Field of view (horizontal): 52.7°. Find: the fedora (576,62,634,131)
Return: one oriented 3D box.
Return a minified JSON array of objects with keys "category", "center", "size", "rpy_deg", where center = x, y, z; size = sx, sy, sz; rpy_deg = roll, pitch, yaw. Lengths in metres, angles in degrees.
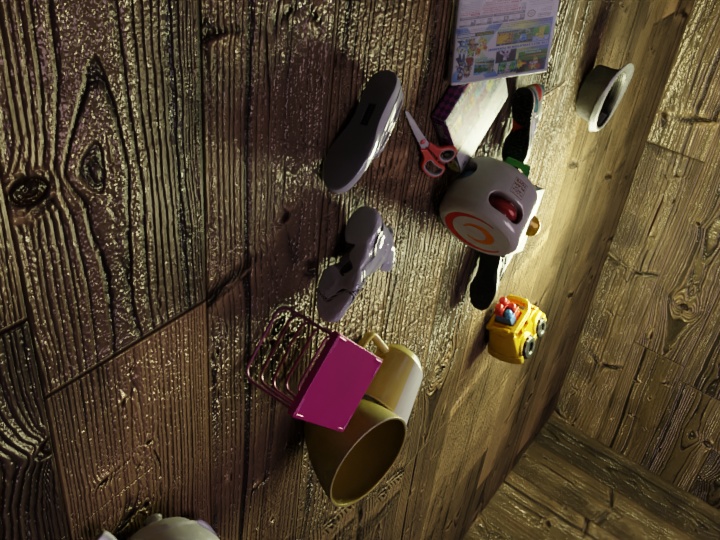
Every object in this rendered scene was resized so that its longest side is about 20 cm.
[{"category":"fedora","center":[0.658,-0.489,1.999],"size":[0.175,0.089,0.204],"rpy_deg":[-16,133,-54]}]

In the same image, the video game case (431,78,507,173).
[{"category":"video game case","center":[0.215,-0.318,1.401],"size":[0.203,0.035,0.182],"rpy_deg":[-58,153,-11]}]

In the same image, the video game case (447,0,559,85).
[{"category":"video game case","center":[0.250,-0.424,1.264],"size":[0.195,0.022,0.186],"rpy_deg":[-12,131,-14]}]

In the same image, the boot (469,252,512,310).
[{"category":"boot","center":[0.356,-0.009,1.894],"size":[0.153,0.072,0.208],"rpy_deg":[-35,142,-47]}]

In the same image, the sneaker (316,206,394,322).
[{"category":"sneaker","center":[0.000,0.000,1.245],"size":[0.114,0.074,0.204],"rpy_deg":[26,87,-61]}]

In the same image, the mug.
[{"category":"mug","center":[0.056,0.226,1.484],"size":[0.154,0.147,0.189],"rpy_deg":[-54,160,-33]}]

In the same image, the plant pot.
[{"category":"plant pot","center":[-0.028,0.321,1.389],"size":[0.198,0.141,0.203],"rpy_deg":[-32,141,-30]}]

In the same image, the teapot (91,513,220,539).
[{"category":"teapot","center":[-0.278,0.427,1.054],"size":[0.193,0.148,0.201],"rpy_deg":[-13,152,-26]}]

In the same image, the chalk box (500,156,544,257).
[{"category":"chalk box","center":[0.332,-0.153,1.665],"size":[0.123,0.123,0.205],"rpy_deg":[-14,127,-56]}]

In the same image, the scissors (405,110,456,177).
[{"category":"scissors","center":[0.111,-0.223,1.314],"size":[0.073,0.014,0.198],"rpy_deg":[-42,147,19]}]

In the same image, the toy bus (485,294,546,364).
[{"category":"toy bus","center":[0.460,0.144,2.181],"size":[0.201,0.133,0.195],"rpy_deg":[-49,134,-31]}]

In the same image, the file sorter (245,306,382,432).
[{"category":"file sorter","center":[-0.076,0.159,1.193],"size":[0.141,0.124,0.200],"rpy_deg":[-59,152,-5]}]

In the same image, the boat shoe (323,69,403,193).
[{"category":"boat shoe","center":[0.013,-0.199,1.097],"size":[0.203,0.073,0.065],"rpy_deg":[-60,149,-6]}]

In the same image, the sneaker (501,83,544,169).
[{"category":"sneaker","center":[0.381,-0.327,1.656],"size":[0.093,0.070,0.204],"rpy_deg":[-30,136,-38]}]

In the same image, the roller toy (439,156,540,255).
[{"category":"roller toy","center":[0.266,-0.134,1.482],"size":[0.142,0.196,0.183],"rpy_deg":[-59,152,-17]}]
